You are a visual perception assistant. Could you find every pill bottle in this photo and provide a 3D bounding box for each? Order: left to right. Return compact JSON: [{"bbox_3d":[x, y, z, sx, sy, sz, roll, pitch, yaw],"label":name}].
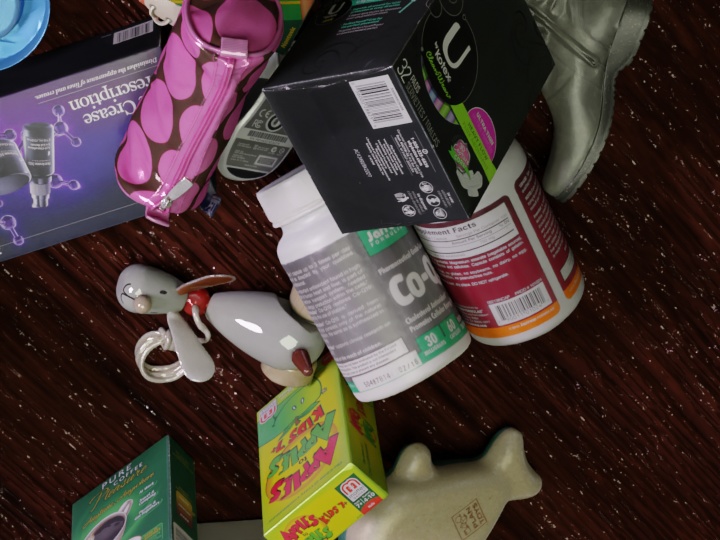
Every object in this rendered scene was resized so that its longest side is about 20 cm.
[{"bbox_3d":[0.000,0.000,1.650,0.113,0.113,0.200,-28,97,9],"label":"pill bottle"},{"bbox_3d":[0.104,-0.045,1.660,0.113,0.113,0.200,-24,116,7],"label":"pill bottle"}]

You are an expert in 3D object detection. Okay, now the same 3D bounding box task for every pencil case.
[{"bbox_3d":[-0.123,-0.128,1.491,0.091,0.094,0.200,20,135,-8],"label":"pencil case"}]

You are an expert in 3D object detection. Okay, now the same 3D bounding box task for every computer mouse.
[{"bbox_3d":[-0.065,-0.162,1.616,0.110,0.044,0.200,9,124,-46],"label":"computer mouse"}]

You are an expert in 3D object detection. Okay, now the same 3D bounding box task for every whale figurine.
[{"bbox_3d":[0.068,0.218,1.811,0.200,0.104,0.159,-34,116,-15],"label":"whale figurine"}]

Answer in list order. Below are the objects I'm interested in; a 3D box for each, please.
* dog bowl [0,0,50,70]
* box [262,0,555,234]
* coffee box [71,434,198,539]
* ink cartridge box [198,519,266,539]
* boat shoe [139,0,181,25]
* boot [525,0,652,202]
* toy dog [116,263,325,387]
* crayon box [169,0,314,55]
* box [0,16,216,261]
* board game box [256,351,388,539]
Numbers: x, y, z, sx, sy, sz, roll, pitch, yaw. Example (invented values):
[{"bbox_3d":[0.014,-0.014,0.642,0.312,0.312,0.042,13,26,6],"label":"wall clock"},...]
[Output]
[{"bbox_3d":[-0.336,-0.246,1.557,0.200,0.050,0.111,40,107,-20],"label":"dog bowl"},{"bbox_3d":[0.042,-0.150,1.517,0.124,0.200,0.149,-6,127,34],"label":"box"},{"bbox_3d":[-0.200,0.243,1.730,0.123,0.200,0.044,-38,116,12],"label":"coffee box"},{"bbox_3d":[-0.132,0.339,1.847,0.145,0.083,0.200,-4,117,-3],"label":"ink cartridge box"},{"bbox_3d":[-0.151,-0.234,1.563,0.062,0.071,0.200,-24,111,-10],"label":"boat shoe"},{"bbox_3d":[0.152,-0.166,1.637,0.130,0.068,0.200,16,107,-8],"label":"boot"},{"bbox_3d":[-0.109,0.053,1.699,0.200,0.096,0.132,-5,116,-3],"label":"toy dog"},{"bbox_3d":[-0.089,-0.288,1.466,0.172,0.058,0.200,24,117,-14],"label":"crayon box"},{"bbox_3d":[-0.235,-0.108,1.621,0.200,0.079,0.141,-18,119,4],"label":"box"},{"bbox_3d":[-0.036,0.157,1.699,0.102,0.200,0.048,-40,113,14],"label":"board game box"}]
